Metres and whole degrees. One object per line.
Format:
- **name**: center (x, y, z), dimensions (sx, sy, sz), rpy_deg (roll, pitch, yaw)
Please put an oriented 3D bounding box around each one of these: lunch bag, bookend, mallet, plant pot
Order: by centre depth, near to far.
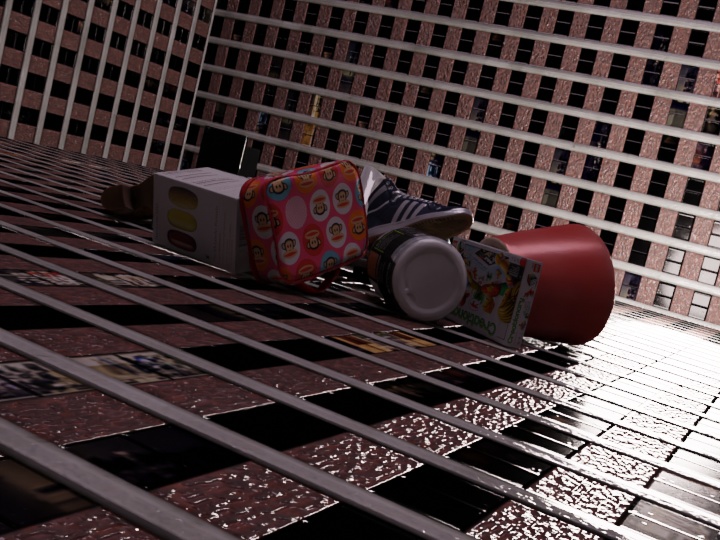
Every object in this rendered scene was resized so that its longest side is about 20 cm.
- **lunch bag**: center (-0.072, -0.058, 1.263), dimensions (0.081, 0.179, 0.198), rpy_deg (-2, 11, 43)
- **plant pot**: center (0.278, 0.020, 1.419), dimensions (0.175, 0.204, 0.200), rpy_deg (2, 10, -26)
- **mallet**: center (0.000, 0.000, 1.638), dimensions (0.065, 0.042, 0.200), rpy_deg (11, 1, -15)
- **bookend**: center (-0.261, -0.175, 1.798), dimensions (0.091, 0.203, 0.199), rpy_deg (15, 6, 11)

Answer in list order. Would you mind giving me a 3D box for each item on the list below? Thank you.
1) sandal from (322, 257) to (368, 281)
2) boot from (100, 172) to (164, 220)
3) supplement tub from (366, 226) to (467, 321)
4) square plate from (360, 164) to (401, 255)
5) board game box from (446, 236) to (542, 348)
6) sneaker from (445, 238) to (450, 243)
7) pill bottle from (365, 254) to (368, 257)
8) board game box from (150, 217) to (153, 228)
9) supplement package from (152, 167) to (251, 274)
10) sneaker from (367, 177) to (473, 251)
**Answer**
- **sandal**: center (-0.057, -0.006, 1.514), dimensions (0.196, 0.044, 0.076), rpy_deg (4, 3, 10)
- **boot**: center (-0.352, -0.129, 1.605), dimensions (0.196, 0.075, 0.155), rpy_deg (1, -3, 11)
- **supplement tub**: center (0.078, 0.000, 1.351), dimensions (0.121, 0.125, 0.200), rpy_deg (13, 6, -14)
- **square plate**: center (0.064, -0.078, 1.601), dimensions (0.198, 0.028, 0.201), rpy_deg (41, 39, -18)
- **board game box**: center (0.189, 0.028, 1.342), dimensions (0.034, 0.128, 0.199), rpy_deg (12, 6, -28)
- **sneaker**: center (0.150, 0.002, 1.545), dimensions (0.073, 0.120, 0.200), rpy_deg (14, 4, 20)
- **pill bottle**: center (-0.035, -0.074, 1.696), dimensions (0.197, 0.119, 0.116), rpy_deg (1, -2, 29)
- **board game box**: center (-0.268, -0.056, 1.518), dimensions (0.104, 0.024, 0.199), rpy_deg (11, 6, -42)
- **supplement package**: center (-0.212, -0.080, 1.334), dimensions (0.198, 0.116, 0.109), rpy_deg (18, 21, 39)
- **sneaker**: center (0.093, -0.105, 1.477), dimensions (0.197, 0.110, 0.070), rpy_deg (-12, -31, 26)
